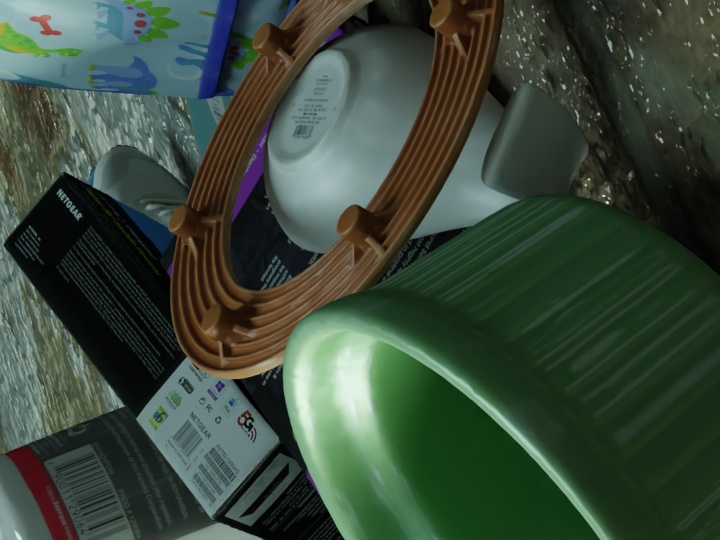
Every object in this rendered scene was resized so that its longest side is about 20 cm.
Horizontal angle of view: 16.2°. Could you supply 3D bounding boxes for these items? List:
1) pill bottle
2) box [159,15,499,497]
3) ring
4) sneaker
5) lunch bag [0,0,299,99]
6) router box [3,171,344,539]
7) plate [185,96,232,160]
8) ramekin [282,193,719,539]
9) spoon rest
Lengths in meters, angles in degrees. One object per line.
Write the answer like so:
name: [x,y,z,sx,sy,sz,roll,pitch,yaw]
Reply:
pill bottle: [-0.085,0.114,1.288,0.111,0.200,0.111,56,158,36]
box: [0.000,0.000,1.048,0.143,0.036,0.200,-57,42,20]
ring: [-0.017,-0.053,0.955,0.019,0.200,0.200,30,180,-27]
sneaker: [-0.092,-0.011,1.416,0.200,0.075,0.087,59,137,36]
lunch bag: [-0.096,-0.142,1.090,0.200,0.161,0.083,119,153,-69]
router box: [-0.060,0.051,1.170,0.149,0.051,0.200,29,-165,-52]
plate: [-0.057,-0.061,1.266,0.200,0.026,0.200,162,90,-78]
ramekin: [0.075,0.071,0.860,0.200,0.098,0.200,42,155,25]
spoon rest: [0.024,-0.047,0.977,0.061,0.099,0.200,27,174,-29]
